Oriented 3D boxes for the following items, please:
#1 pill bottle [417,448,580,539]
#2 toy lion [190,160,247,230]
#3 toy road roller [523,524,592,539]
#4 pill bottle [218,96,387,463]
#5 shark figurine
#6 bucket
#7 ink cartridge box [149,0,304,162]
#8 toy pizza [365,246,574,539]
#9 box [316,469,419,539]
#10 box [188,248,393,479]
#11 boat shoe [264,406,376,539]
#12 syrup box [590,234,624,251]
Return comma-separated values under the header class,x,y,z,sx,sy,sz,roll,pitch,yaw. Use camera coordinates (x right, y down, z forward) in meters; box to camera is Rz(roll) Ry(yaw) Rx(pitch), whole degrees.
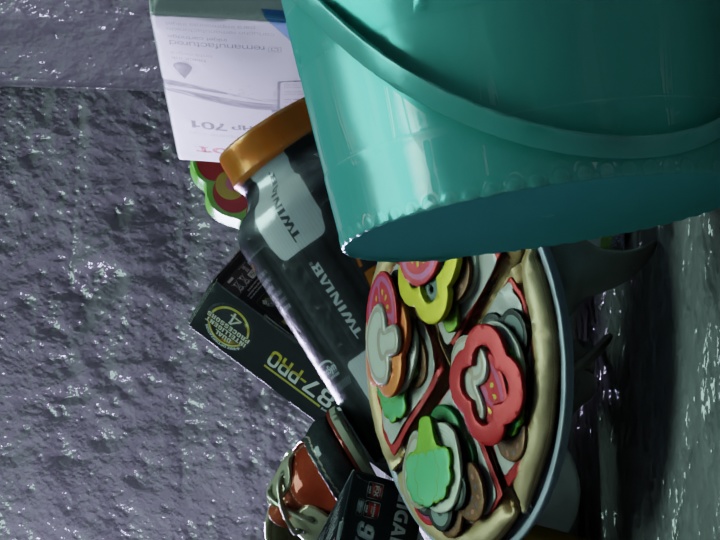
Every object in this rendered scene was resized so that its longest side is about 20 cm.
class,x,y,z,sx,sy,sz,roll,pitch,yaw
pill bottle,0.069,0.151,1.498,0.200,0.109,0.110,106,165,-70
toy lion,-0.016,-0.100,1.791,0.201,0.191,0.069,-60,-3,-14
toy road roller,0.078,0.205,1.370,0.200,0.122,0.147,-168,95,-85
pill bottle,0.000,0.000,1.452,0.201,0.106,0.106,57,172,4
shark figurine,0.075,0.039,1.321,0.128,0.089,0.215,-51,-15,-18
bucket,0.069,-0.086,1.067,0.207,0.206,0.136,120,142,-80
ink cartridge box,-0.044,-0.139,1.536,0.200,0.145,0.086,87,-173,-66
toy pizza,0.044,0.047,1.289,0.200,0.032,0.202,9,100,62
box,-0.020,0.223,1.412,0.200,0.046,0.160,114,170,-58
box,0.007,0.017,1.586,0.049,0.161,0.200,-57,-4,39
boat shoe,-0.024,0.133,1.486,0.200,0.062,0.072,100,145,-74
syrup box,0.095,-0.051,1.433,0.200,0.078,0.082,-159,72,-85
